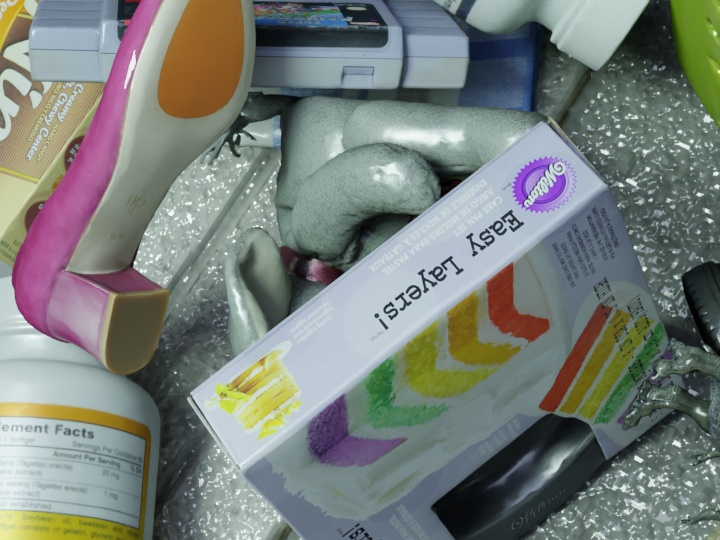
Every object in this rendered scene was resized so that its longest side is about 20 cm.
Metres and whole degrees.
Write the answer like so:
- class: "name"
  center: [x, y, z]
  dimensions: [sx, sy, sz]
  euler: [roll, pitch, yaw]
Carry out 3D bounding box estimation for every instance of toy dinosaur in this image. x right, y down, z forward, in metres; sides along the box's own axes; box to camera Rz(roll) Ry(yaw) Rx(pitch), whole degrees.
- class: "toy dinosaur"
  center: [0.159, 0.065, 0.695]
  dimensions: [0.088, 0.200, 0.048]
  euler: [28, 50, 9]

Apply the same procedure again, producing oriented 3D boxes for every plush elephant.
- class: "plush elephant"
  center: [0.000, 0.000, 0.774]
  dimensions: [0.199, 0.165, 0.156]
  euler: [7, 92, 5]

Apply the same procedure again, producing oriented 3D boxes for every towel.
- class: "towel"
  center: [0.001, -0.135, 0.895]
  dimensions: [0.199, 0.024, 0.148]
  euler: [2, 71, 16]

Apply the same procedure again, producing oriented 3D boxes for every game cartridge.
- class: "game cartridge"
  center: [-0.055, -0.117, 0.797]
  dimensions: [0.199, 0.130, 0.039]
  euler: [0, 106, -8]

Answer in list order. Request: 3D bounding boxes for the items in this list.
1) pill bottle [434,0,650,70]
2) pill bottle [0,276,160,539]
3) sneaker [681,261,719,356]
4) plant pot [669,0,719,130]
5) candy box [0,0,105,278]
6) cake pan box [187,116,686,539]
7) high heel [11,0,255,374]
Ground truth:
- class: "pill bottle"
  center: [0.053, -0.183, 0.790]
  dimensions: [0.200, 0.111, 0.111]
  euler: [33, 81, 0]
- class: "pill bottle"
  center: [-0.154, 0.109, 0.797]
  dimensions: [0.110, 0.111, 0.201]
  euler: [-3, 69, 14]
- class: "sneaker"
  center: [0.236, 0.062, 0.738]
  dimensions: [0.104, 0.060, 0.200]
  euler: [-31, 70, 4]
- class: "plant pot"
  center: [0.260, -0.095, 0.718]
  dimensions: [0.198, 0.200, 0.182]
  euler: [-24, 71, 5]
- class: "candy box"
  center: [-0.194, -0.053, 0.890]
  dimensions: [0.115, 0.055, 0.200]
  euler: [28, 79, 35]
- class: "cake pan box"
  center: [0.044, 0.055, 0.716]
  dimensions: [0.184, 0.200, 0.052]
  euler: [-35, 54, -3]
- class: "high heel"
  center: [-0.107, -0.060, 0.732]
  dimensions: [0.096, 0.067, 0.201]
  euler: [29, 115, 41]
